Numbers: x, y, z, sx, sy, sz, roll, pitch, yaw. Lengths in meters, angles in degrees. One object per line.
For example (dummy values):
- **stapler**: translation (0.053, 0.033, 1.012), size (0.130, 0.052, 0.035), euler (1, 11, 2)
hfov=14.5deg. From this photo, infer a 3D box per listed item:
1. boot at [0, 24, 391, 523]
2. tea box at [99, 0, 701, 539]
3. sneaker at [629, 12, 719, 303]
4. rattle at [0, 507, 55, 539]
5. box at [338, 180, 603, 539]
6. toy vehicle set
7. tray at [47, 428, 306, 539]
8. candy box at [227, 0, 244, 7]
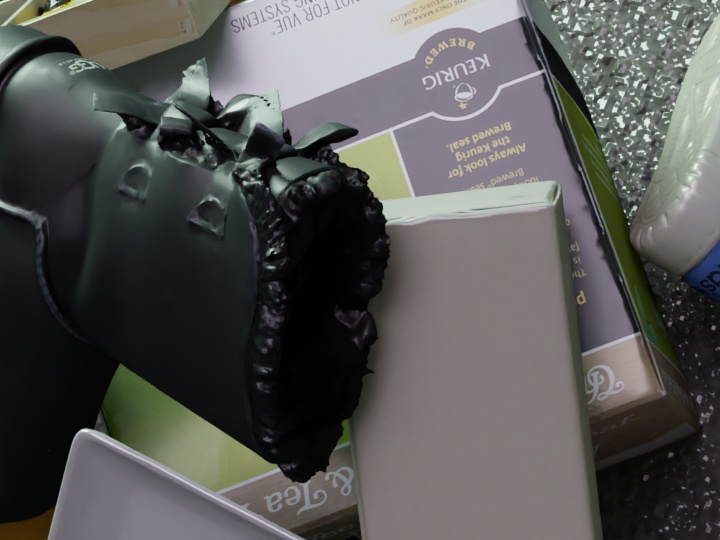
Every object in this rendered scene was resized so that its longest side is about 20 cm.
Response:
- **boot**: translation (-0.070, 0.022, 0.942), size (0.162, 0.073, 0.199), euler (25, 120, 35)
- **tea box**: translation (0.000, 0.000, 1.073), size (0.199, 0.134, 0.198), euler (-20, 77, 9)
- **sneaker**: translation (0.182, -0.049, 1.099), size (0.111, 0.077, 0.200), euler (33, 44, -7)
- **rattle**: translation (-0.209, 0.082, 1.126), size (0.199, 0.143, 0.131), euler (-1, 50, 8)
- **box**: translation (0.040, 0.075, 0.955), size (0.082, 0.068, 0.201), euler (-5, 97, 8)
- **toy vehicle set**: translation (-0.098, -0.111, 1.099), size (0.124, 0.027, 0.200), euler (-18, 17, 17)
- **tray**: translation (-0.013, 0.131, 0.917), size (0.199, 0.108, 0.022), euler (27, 33, 12)
- **candy box**: translation (-0.107, -0.104, 1.230), size (0.199, 0.055, 0.116), euler (0, 67, 19)
